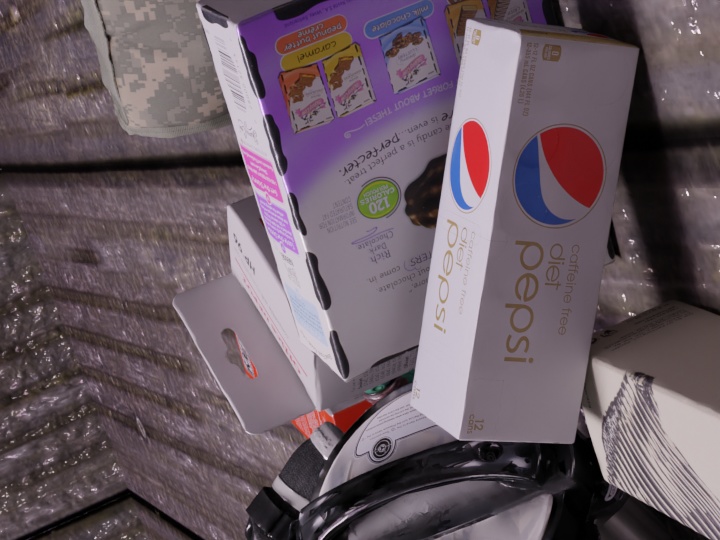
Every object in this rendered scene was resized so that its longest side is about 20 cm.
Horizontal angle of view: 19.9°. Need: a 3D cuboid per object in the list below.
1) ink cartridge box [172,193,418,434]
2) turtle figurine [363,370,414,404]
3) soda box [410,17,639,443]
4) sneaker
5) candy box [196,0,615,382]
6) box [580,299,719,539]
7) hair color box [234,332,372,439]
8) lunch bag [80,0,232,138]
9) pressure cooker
[{"bbox_3d":[0.000,0.000,1.185,0.116,0.199,0.068,56,161,32],"label":"ink cartridge box"},{"bbox_3d":[0.048,0.096,1.307,0.200,0.101,0.150,41,-177,-22],"label":"turtle figurine"},{"bbox_3d":[0.079,-0.019,1.008,0.064,0.068,0.201,-150,66,-64],"label":"soda box"},{"bbox_3d":[0.003,0.195,1.299,0.200,0.112,0.073,47,-178,-22],"label":"sneaker"},{"bbox_3d":[0.026,-0.069,1.066,0.072,0.167,0.201,34,143,62],"label":"candy box"},{"bbox_3d":[0.177,0.078,0.959,0.200,0.068,0.083,24,133,68],"label":"box"},{"bbox_3d":[-0.011,0.070,1.496,0.200,0.101,0.062,42,151,58],"label":"hair color box"},{"bbox_3d":[-0.071,-0.181,1.170,0.118,0.199,0.165,53,160,38],"label":"lunch bag"},{"bbox_3d":[0.069,0.153,1.127,0.178,0.176,0.200,29,171,44],"label":"pressure cooker"}]
